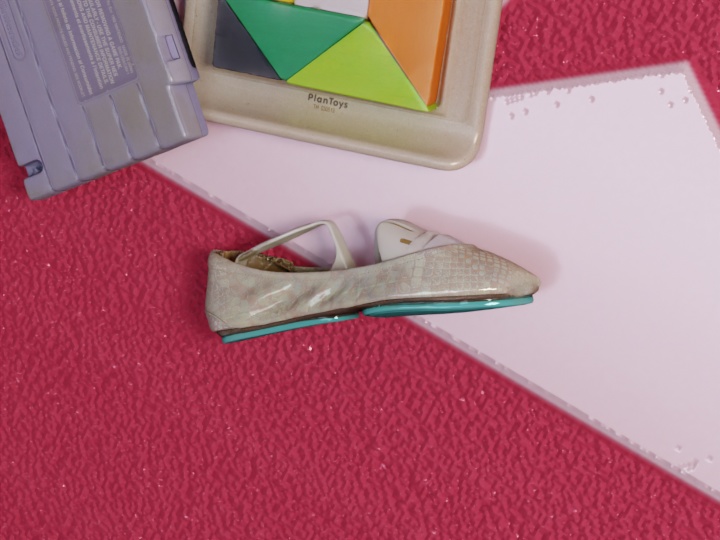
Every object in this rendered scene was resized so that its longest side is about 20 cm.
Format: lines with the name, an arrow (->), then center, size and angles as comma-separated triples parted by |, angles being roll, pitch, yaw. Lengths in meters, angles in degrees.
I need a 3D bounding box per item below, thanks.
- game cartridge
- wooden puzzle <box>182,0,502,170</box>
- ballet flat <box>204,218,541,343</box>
game cartridge -> -0.168, -0.153, 1.007 | 0.129, 0.038, 0.201 | -17, 92, 26
wooden puzzle -> -0.012, -0.168, 0.961 | 0.184, 0.037, 0.201 | 13, 104, 17
ballet flat -> 0.000, 0.000, 0.976 | 0.199, 0.067, 0.063 | -8, 88, 20
